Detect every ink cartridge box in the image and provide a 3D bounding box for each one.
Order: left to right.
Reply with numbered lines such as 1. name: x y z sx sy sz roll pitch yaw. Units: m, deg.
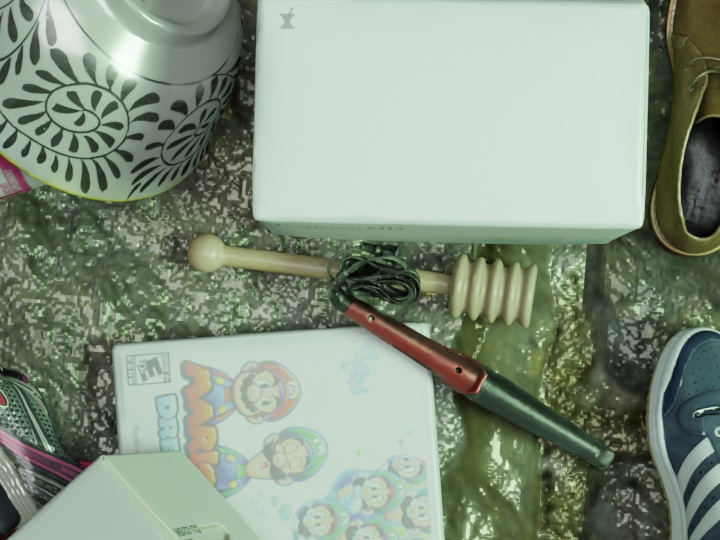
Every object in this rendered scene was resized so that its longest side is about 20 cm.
1. ink cartridge box: -0.162 0.190 1.376 0.200 0.144 0.084 -41 79 8

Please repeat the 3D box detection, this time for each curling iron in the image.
1. curling iron: 0.064 0.052 1.437 0.200 0.026 0.050 39 115 -11

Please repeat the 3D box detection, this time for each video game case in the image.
1. video game case: -0.044 0.135 1.456 0.182 0.024 0.200 -4 87 0

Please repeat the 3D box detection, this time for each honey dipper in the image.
1. honey dipper: 0.000 0.000 1.456 0.200 0.038 0.038 9 88 3

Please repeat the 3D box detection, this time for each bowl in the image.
1. bowl: -0.131 -0.147 1.378 0.094 0.201 0.201 -32 87 43

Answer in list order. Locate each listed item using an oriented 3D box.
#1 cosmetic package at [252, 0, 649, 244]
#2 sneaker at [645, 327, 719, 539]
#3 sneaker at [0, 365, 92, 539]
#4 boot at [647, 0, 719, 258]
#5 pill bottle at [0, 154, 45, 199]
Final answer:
1. cosmetic package: 0.046 -0.077 1.376 0.199 0.200 0.123 1 87 1
2. sneaker: 0.215 0.125 1.397 0.070 0.108 0.200 4 79 -28
3. sneaker: -0.225 0.070 1.441 0.075 0.081 0.200 -35 92 -22
4. boot: 0.206 -0.108 1.439 0.074 0.075 0.200 8 87 3
5. pill bottle: -0.282 -0.072 1.423 0.200 0.113 0.113 -18 87 1
